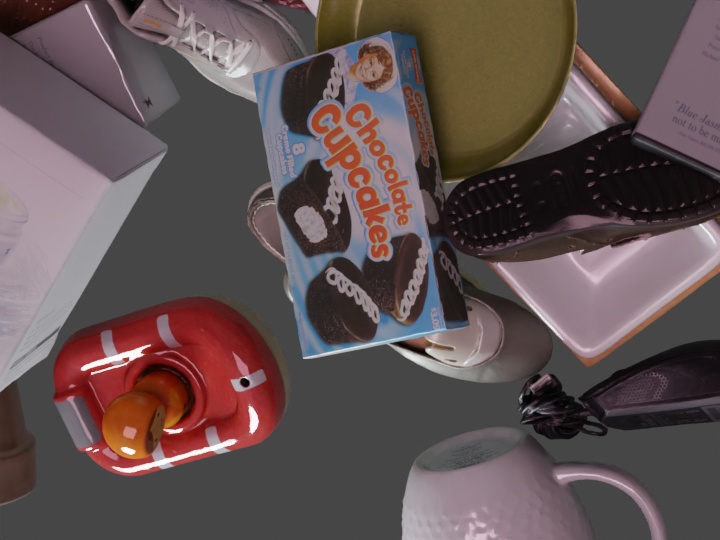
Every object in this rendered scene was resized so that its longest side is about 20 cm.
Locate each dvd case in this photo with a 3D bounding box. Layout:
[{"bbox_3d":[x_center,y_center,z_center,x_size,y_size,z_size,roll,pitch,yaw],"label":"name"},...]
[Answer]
[{"bbox_3d":[0.276,-0.138,1.075,0.143,0.018,0.200,25,76,5],"label":"dvd case"}]

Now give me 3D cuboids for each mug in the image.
[{"bbox_3d":[0.130,0.208,1.262,0.200,0.148,0.176,-14,101,16],"label":"mug"}]

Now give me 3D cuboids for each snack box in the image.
[{"bbox_3d":[-0.001,-0.049,1.134,0.116,0.037,0.200,-13,85,32],"label":"snack box"}]

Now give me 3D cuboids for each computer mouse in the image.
[{"bbox_3d":[0.215,0.081,1.211,0.200,0.138,0.053,-7,74,13],"label":"computer mouse"}]

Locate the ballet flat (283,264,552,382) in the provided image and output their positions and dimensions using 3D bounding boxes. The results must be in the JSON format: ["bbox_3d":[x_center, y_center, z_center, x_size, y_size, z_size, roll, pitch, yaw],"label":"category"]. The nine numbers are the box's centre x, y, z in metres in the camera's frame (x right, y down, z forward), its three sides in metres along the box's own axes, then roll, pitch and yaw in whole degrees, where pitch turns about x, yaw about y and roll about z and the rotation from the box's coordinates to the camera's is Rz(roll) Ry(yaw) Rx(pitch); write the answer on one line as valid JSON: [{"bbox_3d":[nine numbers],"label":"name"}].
[{"bbox_3d":[0.038,0.035,1.194,0.200,0.064,0.067,20,99,6],"label":"ballet flat"}]

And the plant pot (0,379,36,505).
[{"bbox_3d":[-0.357,0.085,1.346,0.200,0.200,0.174,5,97,15],"label":"plant pot"}]

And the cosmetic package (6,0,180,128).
[{"bbox_3d":[-0.250,-0.129,1.274,0.200,0.071,0.102,-20,104,23],"label":"cosmetic package"}]

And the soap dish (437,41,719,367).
[{"bbox_3d":[0.153,-0.052,1.180,0.200,0.081,0.157,46,117,-6],"label":"soap dish"}]

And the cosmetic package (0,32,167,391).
[{"bbox_3d":[-0.281,-0.053,1.197,0.199,0.123,0.200,34,109,2],"label":"cosmetic package"}]

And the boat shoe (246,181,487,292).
[{"bbox_3d":[0.001,-0.002,1.257,0.202,0.060,0.072,29,117,3],"label":"boat shoe"}]

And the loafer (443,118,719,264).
[{"bbox_3d":[0.156,-0.050,1.107,0.200,0.071,0.073,-9,75,11],"label":"loafer"}]

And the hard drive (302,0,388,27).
[{"bbox_3d":[0.023,-0.263,1.162,0.200,0.026,0.132,-35,99,26],"label":"hard drive"}]

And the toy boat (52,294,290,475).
[{"bbox_3d":[-0.156,0.102,1.308,0.200,0.131,0.131,-17,106,22],"label":"toy boat"}]

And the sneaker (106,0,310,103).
[{"bbox_3d":[-0.125,-0.176,1.202,0.200,0.092,0.076,37,116,-8],"label":"sneaker"}]

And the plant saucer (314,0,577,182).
[{"bbox_3d":[0.060,-0.158,1.130,0.200,0.031,0.200,1,92,32],"label":"plant saucer"}]
